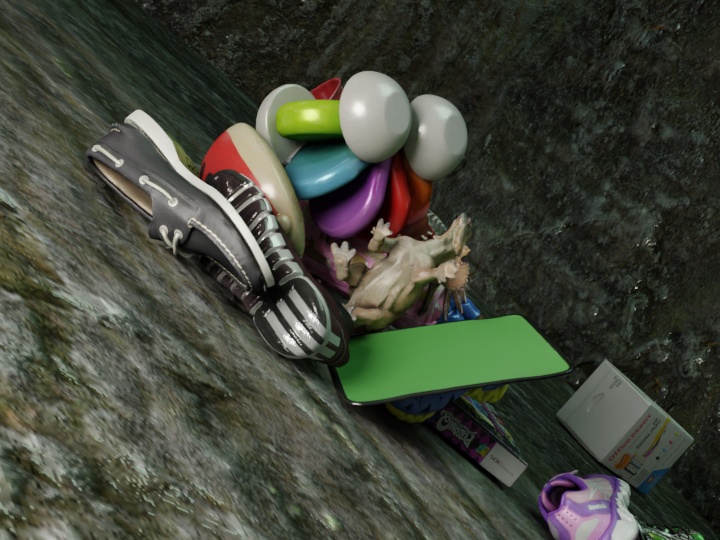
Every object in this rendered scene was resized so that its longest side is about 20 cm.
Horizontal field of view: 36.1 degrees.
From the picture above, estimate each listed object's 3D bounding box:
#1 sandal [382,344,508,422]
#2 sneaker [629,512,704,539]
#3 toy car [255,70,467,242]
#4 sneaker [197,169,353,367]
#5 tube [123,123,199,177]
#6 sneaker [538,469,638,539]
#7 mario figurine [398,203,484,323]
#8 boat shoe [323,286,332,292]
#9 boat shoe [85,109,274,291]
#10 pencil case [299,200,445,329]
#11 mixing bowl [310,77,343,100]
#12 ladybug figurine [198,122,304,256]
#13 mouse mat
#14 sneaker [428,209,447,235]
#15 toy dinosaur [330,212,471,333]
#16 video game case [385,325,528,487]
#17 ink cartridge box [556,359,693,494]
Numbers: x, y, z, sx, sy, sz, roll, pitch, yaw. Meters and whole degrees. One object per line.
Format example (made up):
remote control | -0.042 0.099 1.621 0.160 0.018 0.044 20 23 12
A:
sandal | 0.091 0.085 1.039 0.198 0.087 0.080 -10 66 -46
sneaker | 0.340 0.314 1.266 0.199 0.086 0.078 41 6 1
toy car | -0.003 -0.104 1.092 0.173 0.153 0.198 1 -7 42
sneaker | -0.070 0.010 0.942 0.201 0.075 0.115 58 9 32
tube | -0.189 -0.106 1.073 0.051 0.059 0.200 -3 -3 5
sneaker | 0.222 0.237 1.121 0.088 0.081 0.200 33 6 4
mario figurine | 0.056 -0.003 1.254 0.202 0.105 0.123 61 -3 -5
boat shoe | -0.011 -0.046 1.307 0.063 0.071 0.200 32 38 17
boat shoe | -0.144 -0.047 0.872 0.200 0.060 0.074 47 -20 21
pencil case | 0.000 0.000 1.155 0.198 0.087 0.083 27 -15 7
mixing bowl | -0.065 -0.118 1.294 0.109 0.200 0.200 47 4 -16
ladybug figurine | -0.108 -0.066 1.053 0.200 0.071 0.138 -140 -150 -67
mouse mat | 0.071 0.075 0.966 0.161 0.196 0.008 -120 -156 -72
sneaker | 0.037 -0.081 1.452 0.200 0.070 0.100 41 3 -26
toy dinosaur | 0.031 0.018 1.053 0.087 0.198 0.136 62 3 22
video game case | 0.081 0.127 1.171 0.180 0.036 0.200 39 7 -13
ink cartridge box | 0.500 0.298 2.095 0.199 0.148 0.145 35 8 -42
